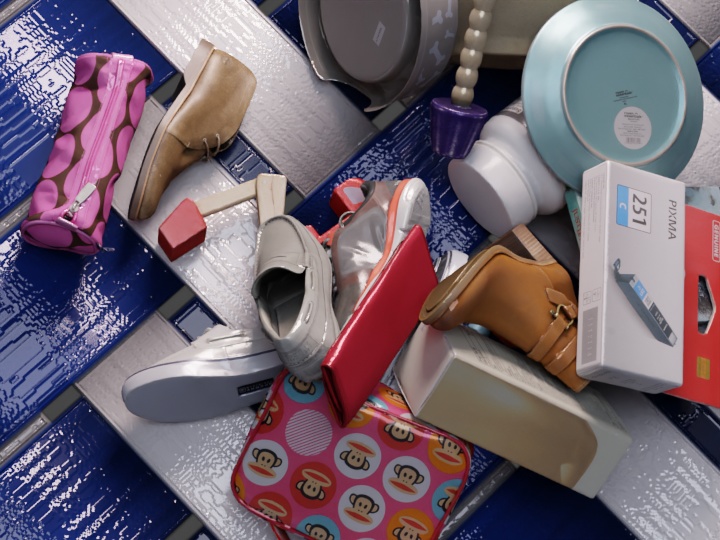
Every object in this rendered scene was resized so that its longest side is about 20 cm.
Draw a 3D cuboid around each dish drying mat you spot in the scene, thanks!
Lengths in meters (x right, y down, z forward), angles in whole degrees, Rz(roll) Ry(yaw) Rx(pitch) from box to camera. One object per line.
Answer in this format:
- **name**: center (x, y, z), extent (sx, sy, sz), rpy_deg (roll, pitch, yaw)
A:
- **dish drying mat**: center (0.018, 0.047, 1.491), extent (0.018, 0.077, 0.200), rpy_deg (2, 38, 29)

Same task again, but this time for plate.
- **plate**: center (0.246, -0.165, 1.598), extent (0.200, 0.026, 0.200), rpy_deg (2, 86, -22)

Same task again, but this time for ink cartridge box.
- **ink cartridge box**: center (0.284, 0.015, 1.561), extent (0.176, 0.045, 0.200), rpy_deg (14, 69, -27)

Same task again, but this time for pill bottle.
- **pill bottle**: center (0.190, -0.126, 1.651), extent (0.200, 0.113, 0.113), rpy_deg (-38, 82, -16)

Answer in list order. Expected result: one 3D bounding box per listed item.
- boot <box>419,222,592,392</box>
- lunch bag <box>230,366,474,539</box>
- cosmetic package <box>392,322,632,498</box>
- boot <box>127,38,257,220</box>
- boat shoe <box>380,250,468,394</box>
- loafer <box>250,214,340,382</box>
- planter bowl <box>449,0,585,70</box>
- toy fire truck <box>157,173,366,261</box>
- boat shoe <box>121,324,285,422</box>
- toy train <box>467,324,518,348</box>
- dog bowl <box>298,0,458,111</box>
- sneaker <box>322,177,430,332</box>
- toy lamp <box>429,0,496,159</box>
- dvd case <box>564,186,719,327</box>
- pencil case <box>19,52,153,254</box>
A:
- **boot**: center (0.149, 0.050, 1.522), extent (0.155, 0.074, 0.200), rpy_deg (54, 40, 2)
- **lunch bag**: center (-0.012, 0.188, 1.524), extent (0.200, 0.082, 0.176), rpy_deg (27, 101, 1)
- **cosmetic package**: center (0.137, 0.122, 1.533), extent (0.200, 0.105, 0.071), rpy_deg (26, 105, -19)
- **boot**: center (-0.163, -0.127, 1.629), extent (0.075, 0.074, 0.200), rpy_deg (28, 69, -9)
- **boat shoe**: center (0.035, 0.059, 1.599), extent (0.068, 0.072, 0.200), rpy_deg (29, 78, 0)
- **loafer**: center (-0.063, 0.013, 1.503), extent (0.070, 0.070, 0.200), rpy_deg (-34, 40, 12)
- **planter bowl**: center (0.141, -0.270, 1.658), extent (0.200, 0.200, 0.135), rpy_deg (5, 89, -7)
- **toy fire truck**: center (-0.079, -0.042, 1.621), extent (0.200, 0.049, 0.141), rpy_deg (-37, 82, -16)
- **boat shoe**: center (-0.127, 0.086, 1.573), extent (0.200, 0.071, 0.070), rpy_deg (-13, 48, -8)
- **toy train**: center (0.206, 0.018, 1.640), extent (0.150, 0.056, 0.200), rpy_deg (45, 73, 6)
- **dog bowl**: center (0.019, -0.256, 1.631), extent (0.059, 0.200, 0.200), rpy_deg (-12, 74, -34)
- **sneaker**: center (0.000, 0.000, 1.563), extent (0.082, 0.077, 0.200), rpy_deg (10, 59, 23)
- **toy lamp**: center (0.104, -0.203, 1.565), extent (0.058, 0.058, 0.200), rpy_deg (9, 109, -5)
- **dvd case**: center (0.297, -0.014, 1.628), extent (0.200, 0.022, 0.146), rpy_deg (-1, 69, -33)
- **pencil case**: center (-0.255, -0.114, 1.596), extent (0.091, 0.094, 0.200), rpy_deg (13, 71, -4)
